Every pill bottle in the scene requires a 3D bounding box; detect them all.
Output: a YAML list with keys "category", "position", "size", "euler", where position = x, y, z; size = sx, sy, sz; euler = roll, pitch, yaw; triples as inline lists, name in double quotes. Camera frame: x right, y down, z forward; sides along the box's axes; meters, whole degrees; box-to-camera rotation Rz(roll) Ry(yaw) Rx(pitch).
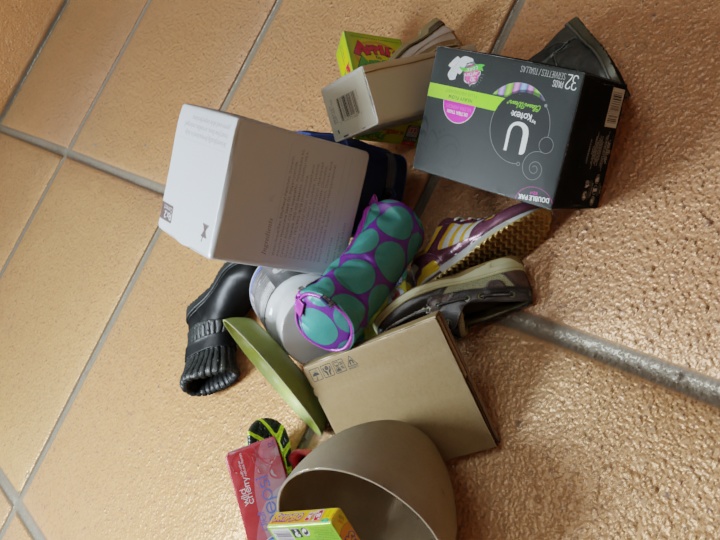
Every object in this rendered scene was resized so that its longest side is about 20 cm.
- category: "pill bottle"
  position: [-0.083, 0.051, 1.070]
  size: [0.115, 0.113, 0.200]
  euler: [-56, 22, 1]

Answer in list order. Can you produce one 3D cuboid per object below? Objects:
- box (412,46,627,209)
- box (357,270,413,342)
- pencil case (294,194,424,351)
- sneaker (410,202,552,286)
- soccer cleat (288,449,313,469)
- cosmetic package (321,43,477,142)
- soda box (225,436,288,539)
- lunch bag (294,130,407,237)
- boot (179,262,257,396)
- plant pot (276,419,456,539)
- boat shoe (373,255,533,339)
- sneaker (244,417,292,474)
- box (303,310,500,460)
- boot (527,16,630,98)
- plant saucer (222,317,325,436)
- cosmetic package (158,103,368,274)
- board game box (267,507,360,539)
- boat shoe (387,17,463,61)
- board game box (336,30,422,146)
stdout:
- category: "box"
  position: [0.183, -0.168, 0.921]
  size: [0.198, 0.123, 0.152]
  euler: [22, 107, 38]
- category: "box"
  position: [0.032, 0.106, 1.020]
  size: [0.116, 0.048, 0.204]
  euler: [-25, 54, 32]
- category: "pencil case"
  position: [0.000, 0.000, 0.956]
  size: [0.201, 0.092, 0.085]
  euler: [-52, 1, -38]
- category: "sneaker"
  position: [0.143, -0.043, 0.981]
  size: [0.198, 0.075, 0.091]
  euler: [-34, 48, 22]
- category: "soccer cleat"
  position: [-0.041, 0.307, 0.950]
  size: [0.068, 0.073, 0.202]
  euler: [-39, 45, 19]
- category: "cosmetic package"
  position: [0.059, -0.231, 1.018]
  size: [0.103, 0.197, 0.075]
  euler: [-10, 100, 54]
- category: "soda box"
  position: [-0.105, 0.312, 0.951]
  size: [0.069, 0.064, 0.204]
  euler: [-17, 73, -8]
- category: "lunch bag"
  position: [-0.019, -0.120, 1.136]
  size: [0.198, 0.130, 0.139]
  euler: [21, 100, 51]
- category: "boot"
  position: [-0.207, 0.088, 1.232]
  size: [0.211, 0.078, 0.160]
  euler: [-44, 36, 31]
- category: "plant pot"
  position: [0.024, 0.245, 0.862]
  size: [0.197, 0.203, 0.135]
  euler: [-17, 23, 36]
- category: "boat shoe"
  position: [0.110, 0.047, 0.934]
  size: [0.197, 0.073, 0.066]
  euler: [-25, 56, 8]
- category: "sneaker"
  position: [-0.114, 0.303, 1.040]
  size: [0.077, 0.074, 0.204]
  euler: [119, 147, -54]
- category: "box"
  position: [0.044, 0.154, 0.918]
  size: [0.197, 0.166, 0.021]
  euler: [-23, 7, 31]
- category: "boot"
  position: [0.227, -0.215, 1.004]
  size: [0.198, 0.073, 0.183]
  euler: [-34, 34, 16]
- category: "plant saucer"
  position: [-0.107, 0.133, 1.039]
  size: [0.031, 0.202, 0.199]
  euler: [-41, 39, -15]
- category: "cosmetic package"
  position: [-0.125, -0.101, 1.001]
  size: [0.164, 0.197, 0.169]
  euler: [23, 102, 50]
- category: "board game box"
  position: [-0.014, 0.339, 0.841]
  size: [0.094, 0.203, 0.030]
  euler: [-16, 20, 36]
- category: "boat shoe"
  position: [0.084, -0.290, 1.137]
  size: [0.201, 0.068, 0.075]
  euler: [-50, -8, -27]
- category: "board game box"
  position: [0.028, -0.282, 1.204]
  size: [0.048, 0.099, 0.203]
  euler: [113, 153, -47]
